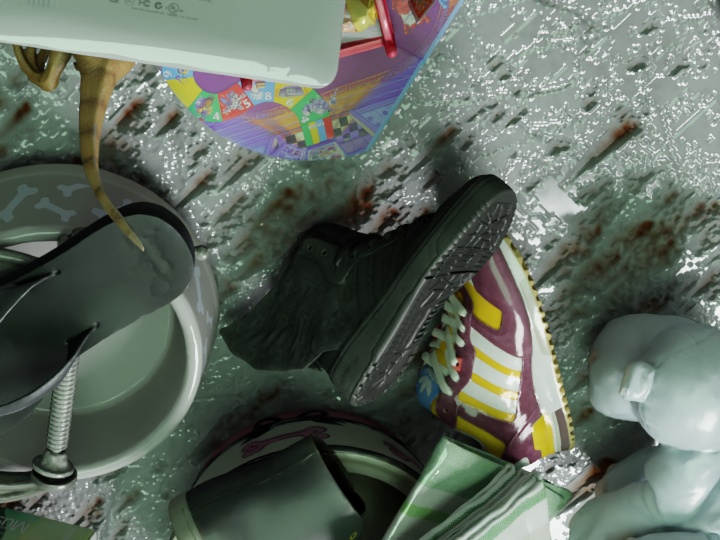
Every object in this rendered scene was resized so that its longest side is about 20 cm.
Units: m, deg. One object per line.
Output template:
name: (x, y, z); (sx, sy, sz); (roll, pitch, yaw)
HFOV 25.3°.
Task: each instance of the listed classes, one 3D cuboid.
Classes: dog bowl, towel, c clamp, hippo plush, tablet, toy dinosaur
dog bowl: (-0.032, 0.180, 1.071); (0.198, 0.074, 0.202); (-3, 120, -5)
towel: (0.065, 0.231, 1.020); (0.148, 0.031, 0.201); (-32, 134, -24)
c clamp: (-0.193, 0.059, 0.919); (0.169, 0.027, 0.202); (12, 117, -14)
dog bowl: (-0.182, 0.039, 0.959); (0.198, 0.059, 0.202); (-4, 120, -6)
hippo plush: (0.194, 0.116, 1.005); (0.158, 0.200, 0.162); (-32, 113, -14)
tablet: (-0.104, -0.170, 0.838); (0.198, 0.014, 0.132); (8, 76, -6)
toy dinosaur: (-0.139, -0.113, 0.854); (0.060, 0.106, 0.202); (22, 75, -36)
towel: (0.047, 0.211, 1.022); (0.152, 0.023, 0.201); (26, 95, -49)

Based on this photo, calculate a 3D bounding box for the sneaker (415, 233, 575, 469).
sneaker: (0.072, 0.050, 1.007); (0.089, 0.075, 0.201); (-21, 120, -1)

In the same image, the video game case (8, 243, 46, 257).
video game case: (-0.279, 0.042, 0.992); (0.142, 0.019, 0.200); (31, 111, -22)

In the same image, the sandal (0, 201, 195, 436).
sandal: (-0.178, 0.033, 0.872); (0.200, 0.043, 0.076); (-38, 112, 15)

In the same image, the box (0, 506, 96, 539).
box: (-0.263, 0.210, 1.037); (0.198, 0.036, 0.146); (10, 123, 13)

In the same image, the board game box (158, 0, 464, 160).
board game box: (-0.026, -0.146, 0.900); (0.157, 0.039, 0.201); (25, 113, -20)

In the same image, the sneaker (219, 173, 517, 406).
sneaker: (0.002, 0.000, 0.957); (0.060, 0.104, 0.201); (-2, 133, -53)

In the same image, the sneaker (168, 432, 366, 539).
sneaker: (-0.028, 0.197, 0.996); (0.105, 0.075, 0.201); (-27, 122, 3)
